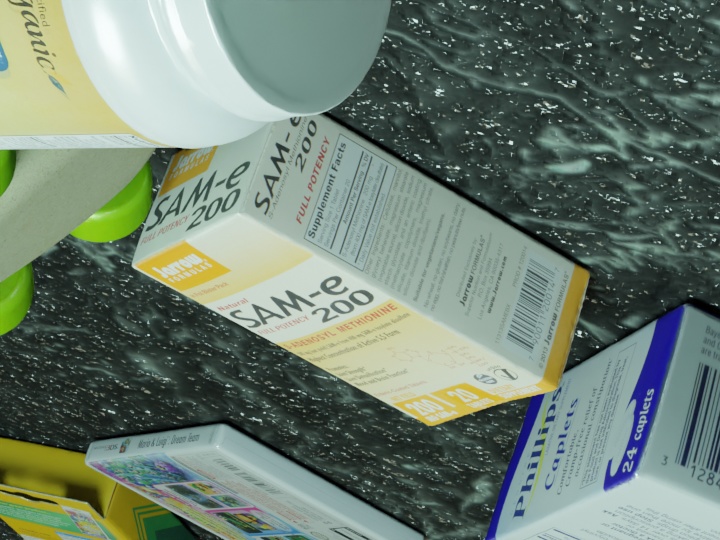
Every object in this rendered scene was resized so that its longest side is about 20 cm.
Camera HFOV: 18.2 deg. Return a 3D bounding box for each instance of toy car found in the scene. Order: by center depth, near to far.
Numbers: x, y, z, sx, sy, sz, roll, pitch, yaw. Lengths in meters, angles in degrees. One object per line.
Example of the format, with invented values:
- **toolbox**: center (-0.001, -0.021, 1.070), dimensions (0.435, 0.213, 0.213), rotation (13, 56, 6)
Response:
- **toy car**: center (-0.205, -0.097, 1.078), dimensions (0.200, 0.158, 0.165), rotation (44, 158, 15)

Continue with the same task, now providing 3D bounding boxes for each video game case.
- **video game case**: center (-0.080, 0.170, 1.673), dimensions (0.199, 0.024, 0.181), rotation (32, 154, -30)

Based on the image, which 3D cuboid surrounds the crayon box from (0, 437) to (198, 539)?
- **crayon box**: center (-0.223, 0.191, 1.792), dimensions (0.125, 0.052, 0.200), rotation (9, 156, 23)

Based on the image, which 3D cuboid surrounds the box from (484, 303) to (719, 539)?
- **box**: center (0.197, 0.120, 1.236), dimensions (0.183, 0.106, 0.200), rotation (24, 156, -13)

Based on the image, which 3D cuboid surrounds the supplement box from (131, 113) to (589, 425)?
- **supplement box**: center (0.000, 0.000, 1.157), dimensions (0.199, 0.074, 0.126), rotation (29, 155, -22)

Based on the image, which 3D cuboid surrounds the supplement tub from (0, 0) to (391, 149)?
- **supplement tub**: center (-0.101, -0.120, 0.872), dimensions (0.199, 0.146, 0.145), rotation (1, 152, 36)
